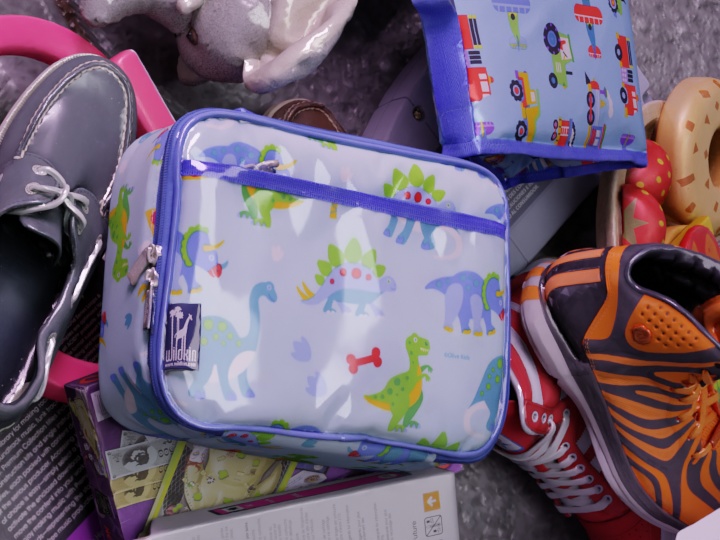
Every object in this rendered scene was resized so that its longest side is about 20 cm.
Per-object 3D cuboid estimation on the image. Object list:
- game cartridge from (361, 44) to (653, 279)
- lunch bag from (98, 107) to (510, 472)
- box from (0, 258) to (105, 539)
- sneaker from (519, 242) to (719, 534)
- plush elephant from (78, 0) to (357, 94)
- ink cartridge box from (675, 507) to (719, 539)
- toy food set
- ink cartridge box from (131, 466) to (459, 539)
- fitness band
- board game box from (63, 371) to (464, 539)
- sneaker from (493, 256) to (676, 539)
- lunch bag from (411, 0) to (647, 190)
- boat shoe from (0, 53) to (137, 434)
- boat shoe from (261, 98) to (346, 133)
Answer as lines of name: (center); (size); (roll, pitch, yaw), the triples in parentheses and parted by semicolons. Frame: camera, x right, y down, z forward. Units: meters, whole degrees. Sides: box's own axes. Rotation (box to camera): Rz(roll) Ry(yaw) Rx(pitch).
game cartridge: (0.086, -0.088, 1.225); (0.133, 0.042, 0.200); (51, 58, -12)
lunch bag: (-0.023, 0.009, 0.984); (0.200, 0.082, 0.161); (12, 75, -30)
box: (-0.167, 0.055, 1.026); (0.143, 0.036, 0.200); (-47, 110, -32)
sneaker: (0.179, 0.067, 1.120); (0.200, 0.112, 0.078); (51, 45, -25)
plush elephant: (-0.077, -0.166, 1.046); (0.200, 0.165, 0.155); (16, 81, -25)
ink cartridge box: (0.198, 0.202, 1.144); (0.144, 0.200, 0.085); (-26, 65, -35)
toy food set: (0.201, -0.007, 1.245); (0.200, 0.049, 0.198); (-40, 117, -55)
ink cartridge box: (-0.041, 0.158, 1.002); (0.200, 0.037, 0.095); (-9, 99, -30)
fitness band: (-0.148, -0.031, 1.015); (0.144, 0.037, 0.200); (-33, 99, -32)
board game box: (-0.044, 0.080, 1.035); (0.200, 0.032, 0.120); (-20, 101, -31)
sneaker: (0.110, 0.104, 1.171); (0.112, 0.071, 0.200); (-33, 105, -45)
lunch bag: (0.076, -0.128, 1.094); (0.200, 0.094, 0.151); (4, 78, -67)
boat shoe: (-0.144, -0.015, 0.955); (0.073, 0.062, 0.200); (31, 67, -25)
boat shoe: (0.005, -0.002, 1.129); (0.075, 0.075, 0.202); (-24, 96, -35)
